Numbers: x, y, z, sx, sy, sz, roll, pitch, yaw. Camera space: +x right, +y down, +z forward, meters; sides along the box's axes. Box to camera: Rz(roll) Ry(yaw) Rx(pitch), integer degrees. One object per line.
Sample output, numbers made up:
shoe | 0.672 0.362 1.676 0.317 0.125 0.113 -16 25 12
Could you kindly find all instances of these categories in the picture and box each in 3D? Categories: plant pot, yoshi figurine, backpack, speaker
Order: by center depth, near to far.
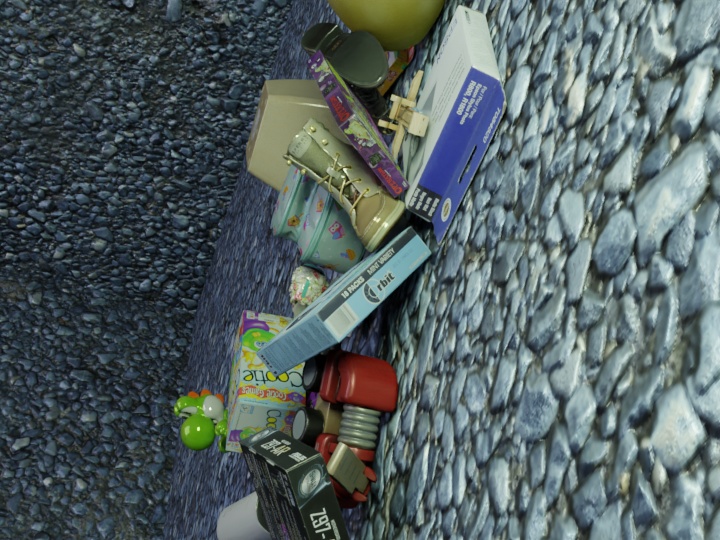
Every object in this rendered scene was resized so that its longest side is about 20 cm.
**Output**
plant pot | 0.039 -0.386 1.345 0.143 0.196 0.203 75 -164 -55
backpack | -0.040 -0.091 1.410 0.178 0.151 0.200 -67 19 12
speaker | -0.155 0.380 1.515 0.200 0.080 0.083 138 144 -56
yoshi figurine | -0.228 0.277 1.703 0.112 0.197 0.114 -117 44 -69
plant pot | -0.100 -0.229 1.724 0.201 0.174 0.203 -111 37 -66

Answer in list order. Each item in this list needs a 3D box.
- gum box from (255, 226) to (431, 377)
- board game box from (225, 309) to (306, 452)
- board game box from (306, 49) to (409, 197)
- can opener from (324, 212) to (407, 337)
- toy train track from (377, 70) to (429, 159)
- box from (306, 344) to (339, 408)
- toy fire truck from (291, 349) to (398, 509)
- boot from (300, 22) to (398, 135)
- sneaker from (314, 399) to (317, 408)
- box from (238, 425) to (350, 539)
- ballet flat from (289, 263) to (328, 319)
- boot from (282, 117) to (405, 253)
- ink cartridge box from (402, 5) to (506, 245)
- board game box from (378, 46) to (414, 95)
gum box | -0.024 0.042 1.185 0.170 0.045 0.200 -43 5 -31
board game box | -0.144 0.171 1.510 0.202 0.101 0.106 -96 21 -52
board game box | -0.006 -0.181 1.201 0.032 0.120 0.201 -39 34 11
can opener | 0.000 0.000 1.320 0.054 0.066 0.202 -98 25 -58
toy train track | 0.050 -0.188 1.203 0.200 0.032 0.117 -115 41 -75
box | -0.073 0.205 1.491 0.144 0.035 0.203 -100 26 -58
toy fire truck | -0.014 0.182 1.125 0.199 0.127 0.179 -4 72 64
boot | 0.011 -0.252 1.373 0.069 0.174 0.200 -43 42 -4
sneaker | -0.053 0.214 1.298 0.078 0.081 0.203 131 150 -62
box | -0.059 0.282 1.069 0.160 0.043 0.203 3 112 66
ballet flat | -0.081 0.054 1.493 0.201 0.074 0.065 82 -152 -67
boot | -0.023 -0.108 1.197 0.072 0.154 0.201 -48 14 16
ink cartridge box | 0.100 -0.167 1.130 0.202 0.040 0.202 -93 21 -50
board game box | 0.028 -0.309 1.539 0.200 0.030 0.097 -42 35 47
